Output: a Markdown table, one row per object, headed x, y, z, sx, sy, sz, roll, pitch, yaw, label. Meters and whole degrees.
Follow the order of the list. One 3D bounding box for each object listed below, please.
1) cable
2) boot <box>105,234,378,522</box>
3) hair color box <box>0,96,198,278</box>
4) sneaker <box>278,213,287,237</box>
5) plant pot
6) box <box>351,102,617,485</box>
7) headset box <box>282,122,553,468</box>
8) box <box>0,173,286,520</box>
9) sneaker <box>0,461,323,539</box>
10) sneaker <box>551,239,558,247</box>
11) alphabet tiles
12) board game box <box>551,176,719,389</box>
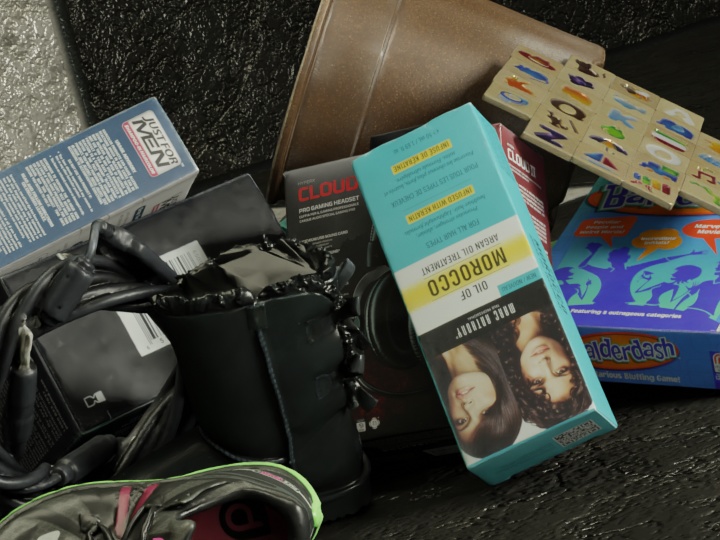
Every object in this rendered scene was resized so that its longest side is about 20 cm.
| x | y | z | sx | sy | sz | roll | pitch | yaw | label |
| --- | --- | --- | --- | --- | --- | --- | --- | --- | --- |
| -0.146 | 0.071 | 1.306 | 0.051 | 0.200 | 0.163 | 26 | 76 | 32 | cable |
| -0.084 | 0.077 | 1.282 | 0.198 | 0.163 | 0.073 | -16 | 31 | -11 | boot |
| -0.209 | -0.029 | 1.470 | 0.200 | 0.061 | 0.100 | -27 | -9 | -20 | hair color box |
| 0.000 | 0.000 | 1.581 | 0.077 | 0.200 | 0.091 | 26 | 73 | 30 | sneaker |
| 0.057 | -0.115 | 1.609 | 0.198 | 0.201 | 0.200 | 17 | 9 | 0 | plant pot |
| 0.068 | 0.013 | 1.305 | 0.082 | 0.200 | 0.049 | -26 | -23 | 12 | box |
| 0.037 | 0.009 | 1.393 | 0.148 | 0.201 | 0.077 | -11 | -18 | 23 | headset box |
| -0.157 | 0.054 | 1.524 | 0.196 | 0.118 | 0.200 | -24 | -11 | -31 | box |
| -0.117 | 0.146 | 1.215 | 0.200 | 0.077 | 0.084 | -17 | 4 | -8 | sneaker |
| 0.144 | 0.010 | 1.608 | 0.084 | 0.074 | 0.200 | -42 | 9 | -1 | sneaker |
| 0.163 | -0.090 | 1.455 | 0.166 | 0.006 | 0.200 | 26 | 23 | 4 | alphabet tiles |
| 0.197 | -0.002 | 1.453 | 0.152 | 0.045 | 0.200 | 2 | 33 | 28 | board game box |
